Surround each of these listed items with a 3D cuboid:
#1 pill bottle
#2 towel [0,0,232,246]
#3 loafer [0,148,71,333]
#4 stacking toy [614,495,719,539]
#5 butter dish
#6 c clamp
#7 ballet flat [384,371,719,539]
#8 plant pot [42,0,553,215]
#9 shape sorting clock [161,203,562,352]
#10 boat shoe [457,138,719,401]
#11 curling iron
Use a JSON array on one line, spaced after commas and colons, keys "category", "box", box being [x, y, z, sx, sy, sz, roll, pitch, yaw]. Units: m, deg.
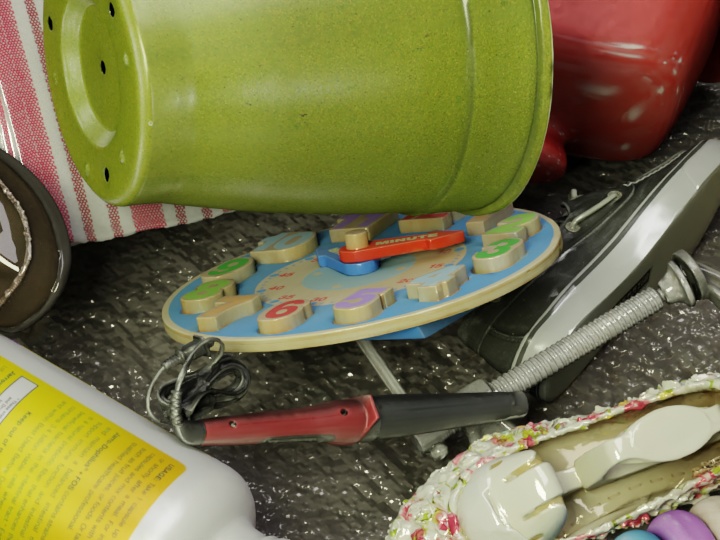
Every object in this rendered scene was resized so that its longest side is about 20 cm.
[{"category": "pill bottle", "box": [-0.120, 0.113, 1.338, 0.200, 0.104, 0.104, 29, 48, 19]}, {"category": "towel", "box": [-0.106, -0.092, 1.473, 0.200, 0.030, 0.147, -12, 86, -36]}, {"category": "loafer", "box": [-0.215, -0.046, 1.385, 0.200, 0.073, 0.071, 44, 15, 24]}, {"category": "stacking toy", "box": [0.088, 0.166, 1.349, 0.200, 0.085, 0.085, -13, 49, -13]}, {"category": "butter dish", "box": [0.105, -0.116, 1.579, 0.200, 0.200, 0.148, 16, 68, 3]}, {"category": "c clamp", "box": [0.118, 0.056, 1.439, 0.200, 0.027, 0.171, -25, 75, -12]}, {"category": "ballet flat", "box": [0.102, 0.095, 1.386, 0.200, 0.064, 0.076, -25, 78, -10]}, {"category": "plant pot", "box": [-0.042, -0.109, 1.403, 0.193, 0.201, 0.200, -11, 48, -24]}, {"category": "shape sorting clock", "box": [0.000, 0.000, 1.448, 0.200, 0.039, 0.200, -10, 11, 2]}, {"category": "boat shoe", "box": [0.126, -0.015, 1.532, 0.064, 0.071, 0.200, 32, 50, 20]}, {"category": "curling iron", "box": [-0.006, 0.059, 1.365, 0.200, 0.050, 0.026, 5, -2, -29]}]
